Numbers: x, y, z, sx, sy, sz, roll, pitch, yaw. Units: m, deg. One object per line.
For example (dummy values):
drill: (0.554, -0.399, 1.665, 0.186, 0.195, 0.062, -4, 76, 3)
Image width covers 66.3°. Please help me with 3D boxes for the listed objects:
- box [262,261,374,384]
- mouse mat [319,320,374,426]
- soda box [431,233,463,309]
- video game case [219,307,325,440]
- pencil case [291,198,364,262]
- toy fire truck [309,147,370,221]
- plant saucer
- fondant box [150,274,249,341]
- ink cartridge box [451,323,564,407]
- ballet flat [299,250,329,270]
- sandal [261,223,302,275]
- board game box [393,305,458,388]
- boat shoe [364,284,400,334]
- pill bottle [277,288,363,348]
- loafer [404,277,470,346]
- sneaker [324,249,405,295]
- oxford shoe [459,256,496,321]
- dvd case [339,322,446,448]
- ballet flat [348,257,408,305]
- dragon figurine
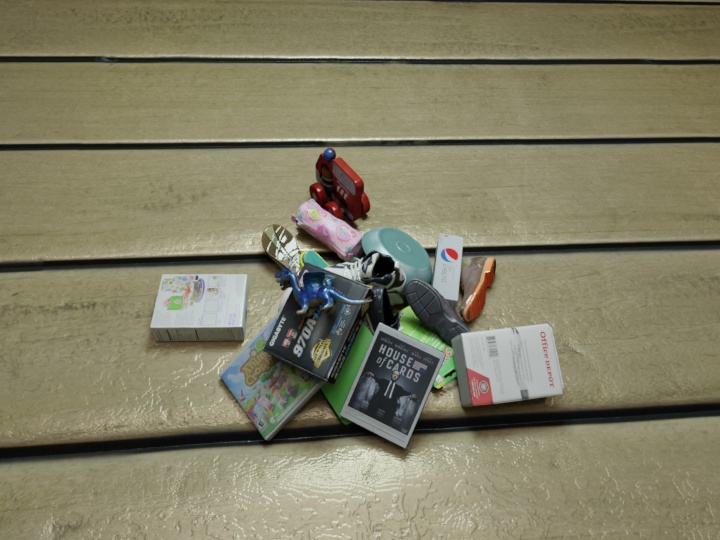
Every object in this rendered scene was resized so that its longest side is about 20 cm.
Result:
box: (-0.082, 0.102, 1.098, 0.157, 0.046, 0.202, 21, 77, 24)
mouse mat: (-0.024, 0.193, 1.128, 0.160, 0.008, 0.201, -36, 80, 3)
soda box: (0.207, 0.008, 1.334, 0.063, 0.069, 0.202, 9, 52, 4)
video game case: (-0.171, 0.207, 1.125, 0.200, 0.022, 0.182, -45, 63, -1)
pencil case: (-0.079, -0.098, 1.383, 0.199, 0.088, 0.087, 36, 57, 19)
toy fire truck: (-0.055, -0.227, 1.435, 0.111, 0.169, 0.201, -25, 57, -22)
plant saucer: (0.097, -0.044, 1.330, 0.198, 0.036, 0.201, 24, 32, -16)
fondant box: (-0.356, 0.082, 1.242, 0.196, 0.059, 0.146, 1, 52, -5)
ink cartridge box: (0.304, 0.199, 1.154, 0.196, 0.083, 0.149, -5, 75, -8)
ballet flat: (-0.071, 0.037, 1.285, 0.200, 0.067, 0.067, 47, 58, -1)
sandal: (-0.170, -0.028, 1.351, 0.200, 0.054, 0.080, 43, 65, 9)
board game box: (0.142, 0.169, 1.230, 0.095, 0.030, 0.200, -27, 56, -23)
boat shoe: (0.055, 0.117, 1.163, 0.061, 0.202, 0.075, -11, 26, 22)
pill bottle: (-0.074, 0.109, 1.206, 0.198, 0.112, 0.112, 27, 55, 17)
loafer: (0.174, 0.095, 1.234, 0.200, 0.072, 0.063, 47, 18, -2)
sneaker: (0.000, 0.000, 1.187, 0.196, 0.130, 0.081, 8, 65, 8)
oxford shoe: (0.266, 0.043, 1.322, 0.072, 0.072, 0.201, 10, 43, 27)
dvd case: (0.064, 0.227, 1.098, 0.148, 0.025, 0.203, 24, 89, 9)
ballet flat: (0.047, 0.043, 1.297, 0.198, 0.068, 0.069, 26, 69, 10)
dragon figurine: (-0.080, 0.033, 1.060, 0.197, 0.059, 0.101, -10, 75, 23)
